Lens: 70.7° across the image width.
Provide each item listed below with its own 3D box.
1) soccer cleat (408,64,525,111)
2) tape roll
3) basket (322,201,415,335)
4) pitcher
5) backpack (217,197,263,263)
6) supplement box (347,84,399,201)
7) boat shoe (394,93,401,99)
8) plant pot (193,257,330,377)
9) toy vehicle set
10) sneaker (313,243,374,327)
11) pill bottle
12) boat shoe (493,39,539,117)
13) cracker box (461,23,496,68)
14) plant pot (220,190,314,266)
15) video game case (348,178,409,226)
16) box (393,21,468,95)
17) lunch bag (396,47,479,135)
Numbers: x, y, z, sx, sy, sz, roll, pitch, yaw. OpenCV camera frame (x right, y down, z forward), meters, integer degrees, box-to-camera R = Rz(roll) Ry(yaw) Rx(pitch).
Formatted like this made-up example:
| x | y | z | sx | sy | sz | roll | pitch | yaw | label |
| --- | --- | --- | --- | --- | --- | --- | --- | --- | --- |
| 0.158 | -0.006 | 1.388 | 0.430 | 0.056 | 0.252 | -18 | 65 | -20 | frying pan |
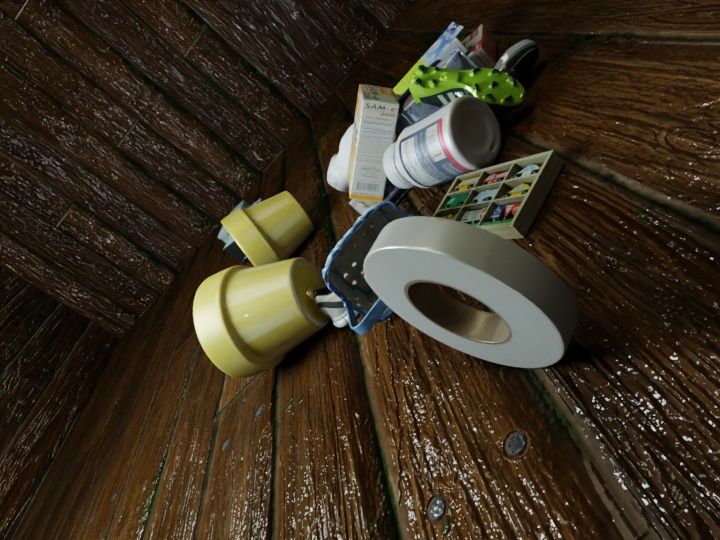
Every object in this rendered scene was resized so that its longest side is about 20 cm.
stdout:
| x | y | z | sx | sy | sz | roll | pitch | yaw | label |
| --- | --- | --- | --- | --- | --- | --- | --- | --- | --- |
| 0.181 | -0.304 | 0.869 | 0.081 | 0.199 | 0.068 | 48 | -121 | -69 | soccer cleat |
| 0.096 | 0.025 | 0.478 | 0.203 | 0.203 | 0.037 | -9 | 47 | 59 | tape roll |
| 0.035 | -0.012 | 0.730 | 0.176 | 0.139 | 0.200 | -49 | 14 | 6 | basket |
| -0.001 | -0.317 | 1.280 | 0.200 | 0.121 | 0.172 | -34 | 49 | 50 | pitcher |
| -0.379 | -0.151 | 1.736 | 0.176 | 0.153 | 0.200 | -30 | 23 | 52 | backpack |
| 0.021 | -0.257 | 1.026 | 0.126 | 0.073 | 0.201 | -96 | 14 | -58 | supplement box |
| 0.040 | -0.296 | 1.127 | 0.200 | 0.072 | 0.068 | -55 | -13 | 21 | boat shoe |
| -0.163 | 0.071 | 0.925 | 0.188 | 0.201 | 0.201 | -23 | 32 | 20 | plant pot |
| 0.182 | -0.098 | 0.733 | 0.124 | 0.026 | 0.200 | -58 | 23 | -16 | toy vehicle set |
| 0.000 | 0.000 | 0.865 | 0.200 | 0.080 | 0.074 | -52 | 21 | -5 | sneaker |
| 0.131 | -0.210 | 0.882 | 0.200 | 0.120 | 0.120 | -10 | 45 | 58 | pill bottle |
| 0.252 | -0.318 | 0.905 | 0.200 | 0.069 | 0.057 | -48 | 50 | 8 | boat shoe |
| 0.219 | -0.460 | 1.180 | 0.200 | 0.058 | 0.134 | -32 | 29 | 37 | cracker box |
| -0.234 | -0.106 | 1.348 | 0.189 | 0.201 | 0.201 | -39 | 21 | -7 | plant pot |
| 0.058 | -0.188 | 1.111 | 0.181 | 0.025 | 0.200 | -49 | 22 | 5 | video game case |
| 0.162 | -0.461 | 1.152 | 0.200 | 0.048 | 0.122 | -45 | 24 | 21 | box |
| 0.151 | -0.339 | 1.039 | 0.170 | 0.127 | 0.200 | -48 | 8 | 6 | lunch bag |
